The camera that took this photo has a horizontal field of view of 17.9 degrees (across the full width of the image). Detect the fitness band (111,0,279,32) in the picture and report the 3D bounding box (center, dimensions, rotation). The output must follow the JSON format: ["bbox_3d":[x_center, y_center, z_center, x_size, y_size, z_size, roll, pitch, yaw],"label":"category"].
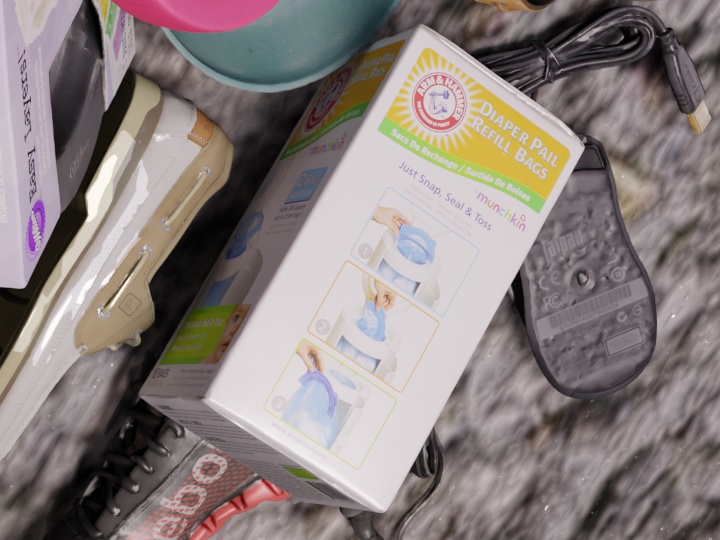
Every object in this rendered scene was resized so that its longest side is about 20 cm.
[{"bbox_3d":[-0.060,-0.196,0.922,0.143,0.037,0.201,9,89,-57],"label":"fitness band"}]

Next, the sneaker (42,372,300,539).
[{"bbox_3d":[-0.100,0.102,1.136,0.200,0.071,0.098,-36,124,-11],"label":"sneaker"}]

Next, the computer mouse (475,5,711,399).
[{"bbox_3d":[0.125,-0.042,1.203,0.140,0.046,0.201,-27,110,-9],"label":"computer mouse"}]

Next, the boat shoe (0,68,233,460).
[{"bbox_3d":[-0.128,0.009,1.077,0.068,0.075,0.201,27,97,-28],"label":"boat shoe"}]

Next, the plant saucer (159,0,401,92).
[{"bbox_3d":[-0.040,-0.182,1.029,0.199,0.036,0.201,-21,120,-43],"label":"plant saucer"}]

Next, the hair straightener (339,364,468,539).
[{"bbox_3d":[0.026,0.066,1.201,0.076,0.041,0.201,-13,117,-21],"label":"hair straightener"}]

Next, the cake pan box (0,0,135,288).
[{"bbox_3d":[-0.139,-0.119,0.933,0.052,0.185,0.201,8,127,8],"label":"cake pan box"}]

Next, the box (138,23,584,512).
[{"bbox_3d":[0.000,0.000,1.071,0.101,0.112,0.201,34,77,-17],"label":"box"}]

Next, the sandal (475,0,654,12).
[{"bbox_3d":[0.080,-0.146,1.055,0.199,0.055,0.082,5,132,-27],"label":"sandal"}]
